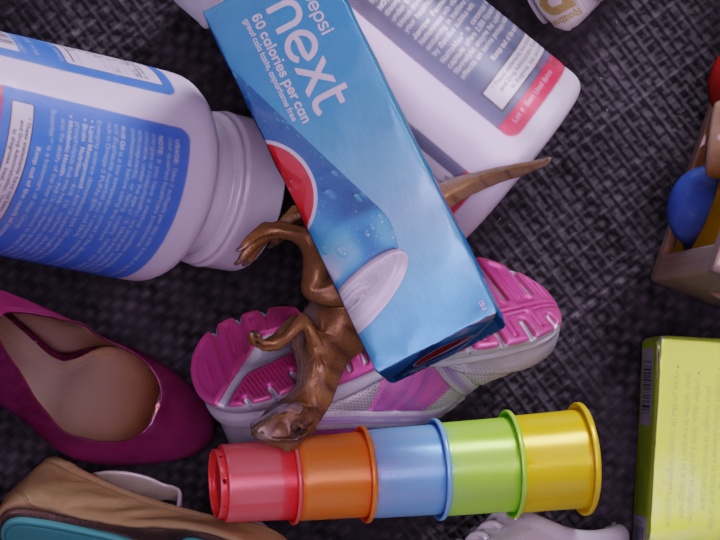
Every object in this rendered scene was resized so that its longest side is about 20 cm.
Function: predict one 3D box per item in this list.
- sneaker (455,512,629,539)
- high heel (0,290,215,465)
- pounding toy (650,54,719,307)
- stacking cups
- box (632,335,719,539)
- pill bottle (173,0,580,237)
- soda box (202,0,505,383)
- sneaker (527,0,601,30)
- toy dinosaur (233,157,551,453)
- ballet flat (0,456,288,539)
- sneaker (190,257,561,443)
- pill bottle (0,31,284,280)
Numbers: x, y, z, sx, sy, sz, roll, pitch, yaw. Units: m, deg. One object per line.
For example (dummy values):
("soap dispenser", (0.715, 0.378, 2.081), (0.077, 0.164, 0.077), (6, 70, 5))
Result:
("sneaker", (0.069, 0.164, 1.569), (0.199, 0.073, 0.071), (5, 60, -42))
("high heel", (-0.139, 0.059, 1.529), (0.199, 0.096, 0.068), (17, 78, -36))
("pounding toy", (0.227, -0.074, 1.554), (0.142, 0.200, 0.185), (20, 86, -5))
("stacking cups", (0.023, 0.107, 1.538), (0.199, 0.060, 0.061), (-5, 89, -14))
("box", (0.252, 0.101, 1.627), (0.199, 0.048, 0.123), (4, 88, -6))
("pill bottle", (0.005, -0.116, 1.572), (0.200, 0.120, 0.120), (40, 84, -4))
("soda box", (-0.003, -0.049, 1.467), (0.068, 0.064, 0.201), (-26, 80, 3))
("sneaker", (0.086, -0.178, 1.566), (0.200, 0.074, 0.116), (-26, 96, -47))
("toy dinosaur", (0.000, 0.000, 1.524), (0.106, 0.060, 0.200), (35, 88, 13))
("ballet flat", (-0.092, 0.139, 1.555), (0.199, 0.069, 0.063), (16, 45, 14))
("sneaker", (0.011, 0.055, 1.587), (0.199, 0.082, 0.088), (-14, 134, -6))
("pill bottle", (-0.142, -0.055, 1.530), (0.199, 0.112, 0.113), (12, 86, -32))
